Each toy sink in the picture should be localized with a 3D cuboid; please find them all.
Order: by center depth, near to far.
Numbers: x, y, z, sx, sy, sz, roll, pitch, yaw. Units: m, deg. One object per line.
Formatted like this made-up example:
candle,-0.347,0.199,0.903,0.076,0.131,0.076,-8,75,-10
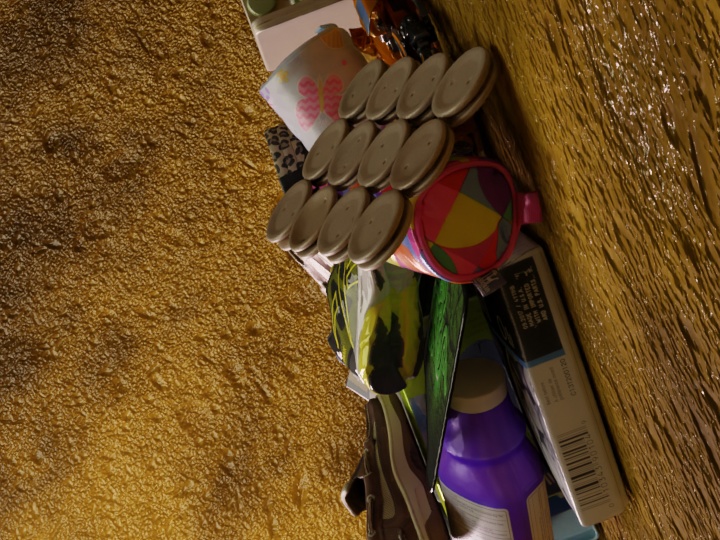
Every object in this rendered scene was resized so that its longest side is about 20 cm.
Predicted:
toy sink,-0.057,-0.284,1.310,0.200,0.129,0.113,71,178,-89

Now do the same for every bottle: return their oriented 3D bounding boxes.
bottle,0.100,0.158,1.020,0.083,0.065,0.201,20,136,40

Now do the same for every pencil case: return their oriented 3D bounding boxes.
pencil case,0.036,-0.042,0.902,0.200,0.088,0.089,21,135,64
pencil case,0.007,-0.106,1.109,0.200,0.091,0.083,50,-176,-3

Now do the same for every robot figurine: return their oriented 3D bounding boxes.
robot figurine,0.036,-0.151,1.005,0.145,0.058,0.201,66,-178,-50

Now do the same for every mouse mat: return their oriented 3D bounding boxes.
mouse mat,0.060,0.042,0.974,0.200,0.007,0.162,-86,3,-61

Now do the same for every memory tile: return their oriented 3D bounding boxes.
memory tile,0.009,-0.072,0.862,0.017,0.154,0.200,33,172,-23

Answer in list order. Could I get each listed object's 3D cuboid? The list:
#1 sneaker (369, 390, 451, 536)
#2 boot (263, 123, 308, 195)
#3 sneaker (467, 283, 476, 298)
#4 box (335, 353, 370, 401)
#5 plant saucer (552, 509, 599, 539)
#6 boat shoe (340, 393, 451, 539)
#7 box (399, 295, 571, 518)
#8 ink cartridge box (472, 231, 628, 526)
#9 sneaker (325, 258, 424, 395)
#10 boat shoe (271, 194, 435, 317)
sneaker,0.063,0.172,1.199,0.201,0.080,0.071,49,147,27
boot,0.011,-0.074,1.213,0.074,0.153,0.205,70,178,-71
sneaker,0.072,-0.027,1.273,0.083,0.071,0.201,68,180,-61
box,0.056,0.090,1.260,0.199,0.032,0.122,32,125,26
plant saucer,0.142,0.151,1.180,0.019,0.070,0.201,-20,-96,-54
boat shoe,0.017,0.169,1.104,0.203,0.074,0.075,-109,-2,-65
box,0.106,0.126,1.127,0.048,0.121,0.202,135,114,-87
ink cartridge box,0.126,0.059,0.988,0.200,0.043,0.200,-110,-1,-77
sneaker,0.006,-0.006,1.059,0.084,0.074,0.202,20,108,49
boat shoe,0.000,0.000,1.179,0.200,0.076,0.074,49,148,-19
